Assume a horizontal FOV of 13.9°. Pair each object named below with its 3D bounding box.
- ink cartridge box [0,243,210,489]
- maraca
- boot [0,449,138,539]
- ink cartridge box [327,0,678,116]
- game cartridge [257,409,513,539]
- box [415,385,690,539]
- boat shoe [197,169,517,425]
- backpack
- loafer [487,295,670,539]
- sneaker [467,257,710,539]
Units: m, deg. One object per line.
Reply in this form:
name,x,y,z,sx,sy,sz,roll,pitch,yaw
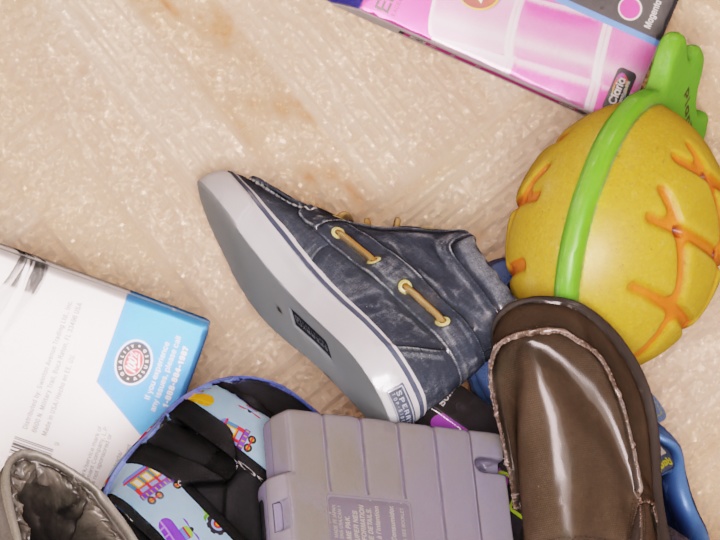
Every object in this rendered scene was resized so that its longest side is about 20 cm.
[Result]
ink cartridge box,-0.194,0.059,1.507,0.200,0.084,0.146,20,90,-4
maraca,0.137,-0.031,1.486,0.107,0.137,0.200,14,48,20
boot,-0.180,0.143,1.380,0.182,0.200,0.073,41,59,12
ink cartridge box,0.065,-0.156,1.547,0.200,0.037,0.095,23,89,-2
game cartridge,0.017,0.167,1.379,0.130,0.038,0.200,7,65,-27
box,0.084,0.158,1.504,0.200,0.036,0.143,34,125,2
boat shoe,0.000,0.000,1.493,0.091,0.200,0.071,-30,138,-16
backpack,-0.054,0.163,1.439,0.200,0.135,0.183,47,52,-7
loafer,0.109,0.109,1.408,0.073,0.071,0.200,-14,104,21
sneaker,0.120,0.080,1.522,0.074,0.082,0.200,-32,97,-28
